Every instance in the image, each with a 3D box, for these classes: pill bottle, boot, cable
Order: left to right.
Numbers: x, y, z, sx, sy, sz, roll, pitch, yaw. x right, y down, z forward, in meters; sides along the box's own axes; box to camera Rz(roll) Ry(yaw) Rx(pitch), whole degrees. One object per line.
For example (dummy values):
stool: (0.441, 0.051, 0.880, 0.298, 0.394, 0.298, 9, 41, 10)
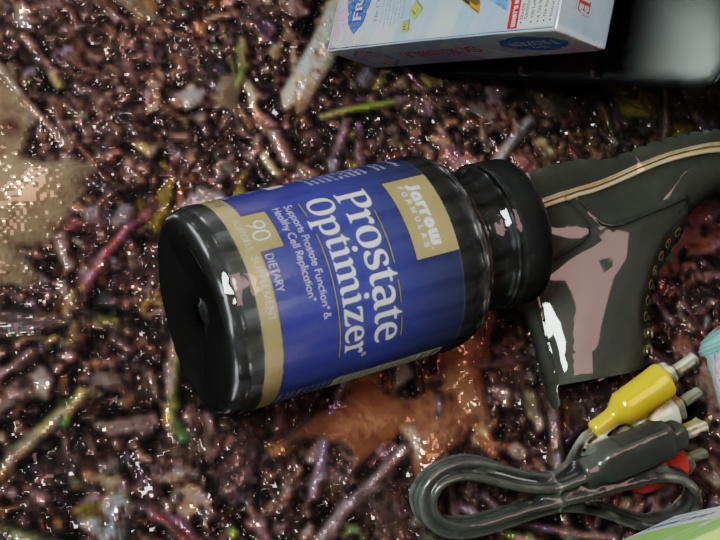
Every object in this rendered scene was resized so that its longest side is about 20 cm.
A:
pill bottle: (0.000, 0.000, 0.714, 0.199, 0.112, 0.112, -15, 78, -25)
cable: (0.123, 0.122, 0.770, 0.199, 0.050, 0.097, -17, 109, -12)
boot: (0.178, -0.004, 0.815, 0.199, 0.077, 0.139, -15, 82, -12)

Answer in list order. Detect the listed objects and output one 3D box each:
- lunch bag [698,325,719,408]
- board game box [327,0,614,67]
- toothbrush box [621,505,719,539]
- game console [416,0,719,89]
lunch bag: (0.313, 0.038, 0.781, 0.200, 0.160, 0.077, -7, 72, -42)
board game box: (0.072, -0.219, 0.741, 0.041, 0.199, 0.201, 14, 87, -37)
toothbrush box: (0.130, 0.190, 0.668, 0.199, 0.146, 0.086, -19, 79, -20)
game console: (0.148, -0.206, 0.836, 0.199, 0.117, 0.176, 7, 33, 22)
